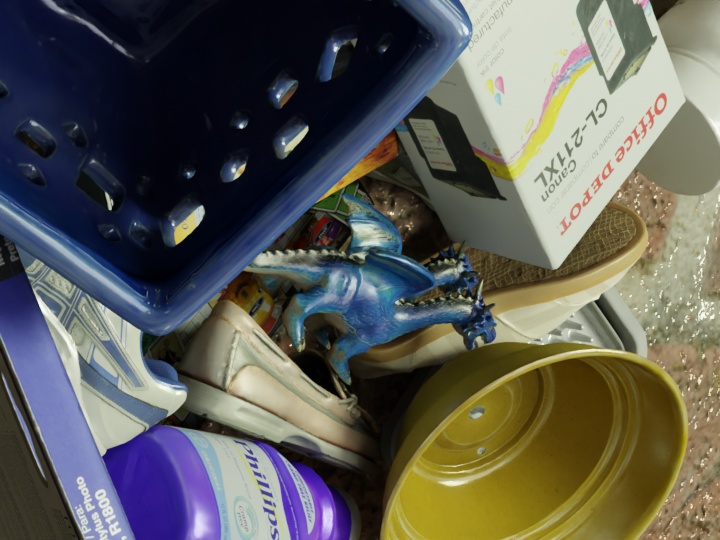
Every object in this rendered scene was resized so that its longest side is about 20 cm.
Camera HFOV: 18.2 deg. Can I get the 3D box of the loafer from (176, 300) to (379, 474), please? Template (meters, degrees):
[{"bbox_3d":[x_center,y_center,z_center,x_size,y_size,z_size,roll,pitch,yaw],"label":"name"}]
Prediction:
[{"bbox_3d":[-0.035,0.068,1.249,0.200,0.072,0.063,28,81,-61],"label":"loafer"}]

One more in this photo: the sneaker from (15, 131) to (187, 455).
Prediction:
[{"bbox_3d":[-0.144,-0.005,1.090,0.088,0.075,0.200,-22,119,-14],"label":"sneaker"}]

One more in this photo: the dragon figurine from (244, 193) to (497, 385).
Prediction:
[{"bbox_3d":[0.000,0.000,1.230,0.099,0.059,0.200,-40,138,9],"label":"dragon figurine"}]

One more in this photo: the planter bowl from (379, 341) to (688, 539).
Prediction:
[{"bbox_3d":[0.084,0.104,1.310,0.200,0.083,0.201,-17,131,-20],"label":"planter bowl"}]

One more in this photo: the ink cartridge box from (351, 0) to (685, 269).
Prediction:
[{"bbox_3d":[0.086,-0.123,1.233,0.146,0.083,0.200,-51,135,-24],"label":"ink cartridge box"}]

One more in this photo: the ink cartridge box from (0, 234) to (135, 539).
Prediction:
[{"bbox_3d":[-0.155,0.064,1.010,0.041,0.200,0.200,-24,97,-23],"label":"ink cartridge box"}]

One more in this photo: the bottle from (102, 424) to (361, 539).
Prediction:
[{"bbox_3d":[-0.066,0.131,1.204,0.200,0.065,0.084,19,46,-60],"label":"bottle"}]

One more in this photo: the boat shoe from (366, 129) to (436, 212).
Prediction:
[{"bbox_3d":[0.068,-0.067,1.339,0.202,0.065,0.074,19,88,-47],"label":"boat shoe"}]

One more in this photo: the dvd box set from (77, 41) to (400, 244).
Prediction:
[{"bbox_3d":[-0.066,-0.087,1.168,0.200,0.029,0.146,-30,125,-35],"label":"dvd box set"}]

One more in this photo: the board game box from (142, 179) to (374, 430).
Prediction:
[{"bbox_3d":[-0.076,0.000,1.245,0.200,0.023,0.105,-53,131,-21],"label":"board game box"}]

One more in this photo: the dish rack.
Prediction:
[{"bbox_3d":[0.093,0.080,1.424,0.200,0.044,0.172,-55,133,-17],"label":"dish rack"}]

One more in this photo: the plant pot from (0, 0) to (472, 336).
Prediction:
[{"bbox_3d":[-0.097,-0.126,0.964,0.200,0.180,0.200,38,108,-24],"label":"plant pot"}]

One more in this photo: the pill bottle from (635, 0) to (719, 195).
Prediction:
[{"bbox_3d":[0.255,-0.144,1.474,0.200,0.113,0.113,-44,129,-28],"label":"pill bottle"}]

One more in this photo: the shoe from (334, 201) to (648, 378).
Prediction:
[{"bbox_3d":[0.078,0.013,1.340,0.200,0.070,0.053,-20,143,-11],"label":"shoe"}]
